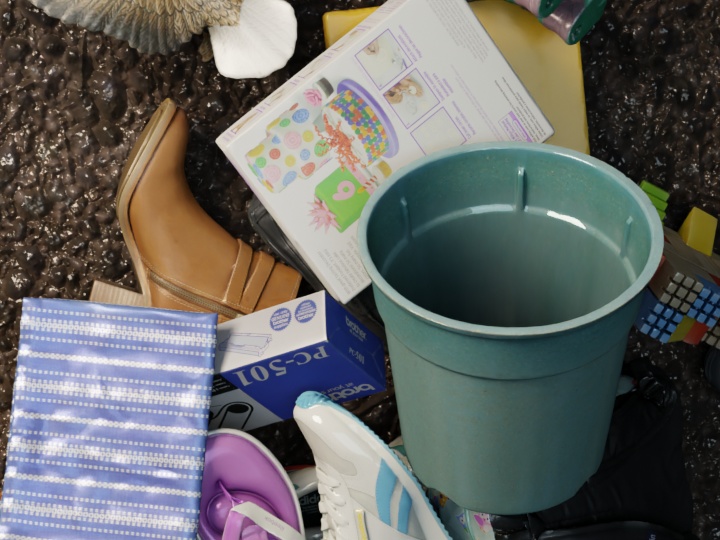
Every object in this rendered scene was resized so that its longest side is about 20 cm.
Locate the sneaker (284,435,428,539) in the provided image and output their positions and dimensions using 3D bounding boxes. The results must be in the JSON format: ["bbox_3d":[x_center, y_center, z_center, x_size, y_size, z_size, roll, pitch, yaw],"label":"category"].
[{"bbox_3d":[0.014,0.176,1.259,0.198,0.093,0.071,-12,99,-5],"label":"sneaker"}]

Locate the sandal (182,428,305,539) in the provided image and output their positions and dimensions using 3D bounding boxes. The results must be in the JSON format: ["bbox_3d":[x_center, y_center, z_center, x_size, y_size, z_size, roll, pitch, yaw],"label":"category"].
[{"bbox_3d":[-0.069,0.209,1.155,0.082,0.050,0.204,-21,101,-16],"label":"sandal"}]

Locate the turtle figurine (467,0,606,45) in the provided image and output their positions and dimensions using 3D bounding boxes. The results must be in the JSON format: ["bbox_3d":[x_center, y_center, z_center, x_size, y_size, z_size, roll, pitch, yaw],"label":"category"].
[{"bbox_3d":[0.084,-0.243,1.201,0.200,0.149,0.101,38,115,27],"label":"turtle figurine"}]

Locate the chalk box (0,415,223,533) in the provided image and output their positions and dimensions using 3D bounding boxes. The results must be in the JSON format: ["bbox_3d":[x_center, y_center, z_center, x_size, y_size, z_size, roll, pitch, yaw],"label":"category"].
[{"bbox_3d":[-0.175,0.202,1.220,0.199,0.124,0.124,31,88,-9],"label":"chalk box"}]

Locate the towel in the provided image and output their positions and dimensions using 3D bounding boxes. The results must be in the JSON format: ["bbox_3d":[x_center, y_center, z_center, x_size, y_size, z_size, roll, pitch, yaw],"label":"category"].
[{"bbox_3d":[-0.180,0.123,1.131,0.143,0.024,0.202,5,86,3],"label":"towel"}]

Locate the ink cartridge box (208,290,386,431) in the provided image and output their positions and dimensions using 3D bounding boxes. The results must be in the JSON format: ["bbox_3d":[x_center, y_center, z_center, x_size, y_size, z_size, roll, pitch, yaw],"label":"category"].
[{"bbox_3d":[-0.089,0.078,1.193,0.199,0.094,0.045,-18,56,22],"label":"ink cartridge box"}]

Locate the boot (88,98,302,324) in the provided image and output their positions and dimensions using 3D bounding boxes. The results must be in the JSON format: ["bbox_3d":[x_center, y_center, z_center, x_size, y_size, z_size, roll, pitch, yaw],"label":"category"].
[{"bbox_3d":[-0.116,-0.017,1.226,0.154,0.077,0.202,15,93,-11],"label":"boot"}]

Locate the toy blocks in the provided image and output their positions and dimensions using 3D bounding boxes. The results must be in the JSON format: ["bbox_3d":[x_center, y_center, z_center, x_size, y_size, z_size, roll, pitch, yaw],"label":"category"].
[{"bbox_3d":[0.229,0.008,1.227,0.199,0.137,0.100,25,108,-19],"label":"toy blocks"}]

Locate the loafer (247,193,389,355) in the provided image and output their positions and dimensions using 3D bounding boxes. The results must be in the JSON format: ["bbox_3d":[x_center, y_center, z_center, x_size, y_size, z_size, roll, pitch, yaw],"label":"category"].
[{"bbox_3d":[0.000,0.000,1.229,0.200,0.070,0.068,43,59,-22],"label":"loafer"}]

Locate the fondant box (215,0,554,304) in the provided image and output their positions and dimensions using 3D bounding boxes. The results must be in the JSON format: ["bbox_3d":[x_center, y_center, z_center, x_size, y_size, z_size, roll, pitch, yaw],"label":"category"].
[{"bbox_3d":[0.018,-0.096,1.151,0.200,0.058,0.145,-39,108,-5],"label":"fondant box"}]

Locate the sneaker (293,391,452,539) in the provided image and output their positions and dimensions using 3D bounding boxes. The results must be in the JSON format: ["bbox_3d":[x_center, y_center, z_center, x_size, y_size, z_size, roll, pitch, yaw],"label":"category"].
[{"bbox_3d":[0.004,0.176,1.172,0.081,0.076,0.201,-36,110,-11],"label":"sneaker"}]

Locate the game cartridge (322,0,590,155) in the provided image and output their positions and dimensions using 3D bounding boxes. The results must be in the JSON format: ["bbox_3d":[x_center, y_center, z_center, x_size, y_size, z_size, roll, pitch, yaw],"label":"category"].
[{"bbox_3d":[0.078,-0.125,1.260,0.198,0.032,0.178,-7,99,-4],"label":"game cartridge"}]

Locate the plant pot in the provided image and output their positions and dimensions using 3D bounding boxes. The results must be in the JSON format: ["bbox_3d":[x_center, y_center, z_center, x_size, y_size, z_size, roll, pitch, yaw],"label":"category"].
[{"bbox_3d":[0.099,0.048,1.105,0.198,0.201,0.197,-7,131,-6],"label":"plant pot"}]

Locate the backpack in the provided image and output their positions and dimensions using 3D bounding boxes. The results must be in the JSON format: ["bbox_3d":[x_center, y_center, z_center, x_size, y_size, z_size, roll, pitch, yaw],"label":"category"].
[{"bbox_3d":[0.154,0.166,1.243,0.199,0.126,0.168,-14,93,-31],"label":"backpack"}]

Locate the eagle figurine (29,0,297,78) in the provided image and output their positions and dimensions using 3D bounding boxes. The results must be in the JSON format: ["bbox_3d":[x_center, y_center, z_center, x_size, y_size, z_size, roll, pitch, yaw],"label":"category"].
[{"bbox_3d":[-0.142,-0.227,1.158,0.150,0.200,0.153,-11,61,31],"label":"eagle figurine"}]

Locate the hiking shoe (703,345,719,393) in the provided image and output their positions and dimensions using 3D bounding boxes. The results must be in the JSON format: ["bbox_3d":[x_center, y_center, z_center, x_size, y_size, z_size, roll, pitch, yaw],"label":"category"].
[{"bbox_3d":[0.378,0.087,1.290,0.198,0.101,0.076,7,96,-8],"label":"hiking shoe"}]
